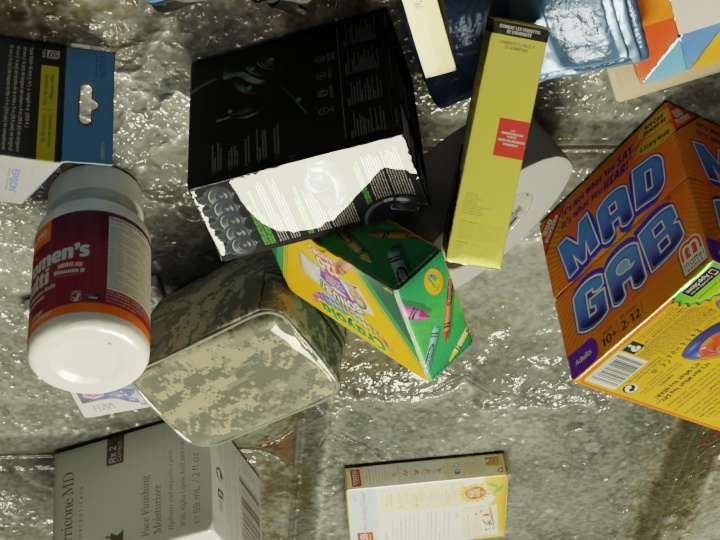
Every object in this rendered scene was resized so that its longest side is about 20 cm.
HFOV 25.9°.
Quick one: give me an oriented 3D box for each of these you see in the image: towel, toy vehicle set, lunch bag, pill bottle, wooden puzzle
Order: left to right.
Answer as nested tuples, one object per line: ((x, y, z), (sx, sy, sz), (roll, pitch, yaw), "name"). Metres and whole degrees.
((-0.248, 0.005, 1.446), (0.109, 0.200, 0.110), (-4, 140, -3), "pill bottle")
((-0.112, 0.056, 1.552), (0.200, 0.168, 0.139), (-25, 126, 23), "lunch bag")
((0.035, -0.265, 1.223), (0.026, 0.125, 0.200), (-13, 139, 8), "toy vehicle set")
((0.139, -0.206, 1.340), (0.199, 0.049, 0.112), (-9, 135, 18), "towel")
((0.294, -0.233, 1.362), (0.185, 0.037, 0.200), (-16, 139, 11), "wooden puzzle")

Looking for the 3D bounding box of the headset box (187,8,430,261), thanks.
((-0.053, -0.115, 1.346), (0.199, 0.174, 0.093), (-15, 134, 8), "headset box")

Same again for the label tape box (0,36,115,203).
((-0.312, -0.130, 1.322), (0.199, 0.145, 0.063), (7, 138, -15), "label tape box")

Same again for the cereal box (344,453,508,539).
((0.081, 0.288, 1.947), (0.199, 0.040, 0.144), (-4, 140, -2), "cereal box")

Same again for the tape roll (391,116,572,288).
((0.098, -0.058, 1.440), (0.200, 0.066, 0.200), (-36, 163, -13), "tape roll")

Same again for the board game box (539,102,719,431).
((0.325, 0.002, 1.516), (0.199, 0.200, 0.200), (20, 133, -27), "board game box")

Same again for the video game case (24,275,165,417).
((-0.259, 0.085, 1.681), (0.143, 0.018, 0.200), (-11, 140, 5), "video game case")

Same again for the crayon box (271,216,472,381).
((0.000, 0.000, 1.366), (0.058, 0.200, 0.119), (-41, 136, -19), "crayon box")

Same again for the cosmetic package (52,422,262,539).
((-0.232, 0.293, 1.816), (0.199, 0.165, 0.165), (-17, 139, 10), "cosmetic package")

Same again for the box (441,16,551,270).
((0.110, -0.106, 1.290), (0.050, 0.075, 0.201), (11, 100, -2), "box")

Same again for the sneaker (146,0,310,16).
((-0.079, -0.238, 1.281), (0.199, 0.071, 0.083), (-12, 134, 2), "sneaker")
